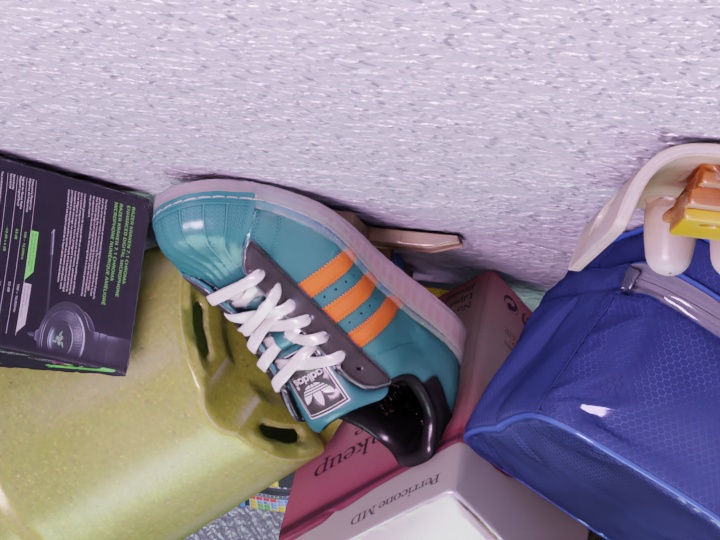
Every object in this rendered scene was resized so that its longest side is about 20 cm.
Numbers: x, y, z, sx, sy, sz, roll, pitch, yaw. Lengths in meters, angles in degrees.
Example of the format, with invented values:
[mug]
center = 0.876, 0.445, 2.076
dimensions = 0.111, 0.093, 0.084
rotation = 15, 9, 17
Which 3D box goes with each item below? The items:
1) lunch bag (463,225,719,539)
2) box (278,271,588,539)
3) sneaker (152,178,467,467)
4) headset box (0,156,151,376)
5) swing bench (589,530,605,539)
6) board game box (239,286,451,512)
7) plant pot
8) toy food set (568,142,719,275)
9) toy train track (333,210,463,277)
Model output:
[lunch bag]
center = 0.150, 0.052, 1.222
dimensions = 0.136, 0.132, 0.200
rotation = 34, 166, -9
[box]
center = 0.043, 0.116, 1.380
dimensions = 0.128, 0.200, 0.109
rotation = -30, 114, 26
[sneaker]
center = -0.022, 0.027, 1.249
dimensions = 0.071, 0.080, 0.200
rotation = -25, 136, 38
[headset box]
center = -0.227, -0.008, 1.274
dimensions = 0.174, 0.093, 0.200
rotation = 2, 171, 39
[swing bench]
center = 0.237, 0.150, 1.485
dimensions = 0.200, 0.130, 0.199
rotation = -29, 173, 23
[board game box]
center = -0.009, 0.081, 1.561
dimensions = 0.165, 0.057, 0.200
rotation = 8, 145, 7
[plant pot]
center = -0.114, 0.067, 1.393
dimensions = 0.184, 0.201, 0.200
rotation = -25, 154, 36
[toy food set]
center = 0.191, -0.003, 1.047
dimensions = 0.199, 0.061, 0.144
rotation = 7, 173, -1
[toy train track]
center = 0.000, 0.000, 1.354
dimensions = 0.114, 0.033, 0.200
rotation = 6, 173, 11
